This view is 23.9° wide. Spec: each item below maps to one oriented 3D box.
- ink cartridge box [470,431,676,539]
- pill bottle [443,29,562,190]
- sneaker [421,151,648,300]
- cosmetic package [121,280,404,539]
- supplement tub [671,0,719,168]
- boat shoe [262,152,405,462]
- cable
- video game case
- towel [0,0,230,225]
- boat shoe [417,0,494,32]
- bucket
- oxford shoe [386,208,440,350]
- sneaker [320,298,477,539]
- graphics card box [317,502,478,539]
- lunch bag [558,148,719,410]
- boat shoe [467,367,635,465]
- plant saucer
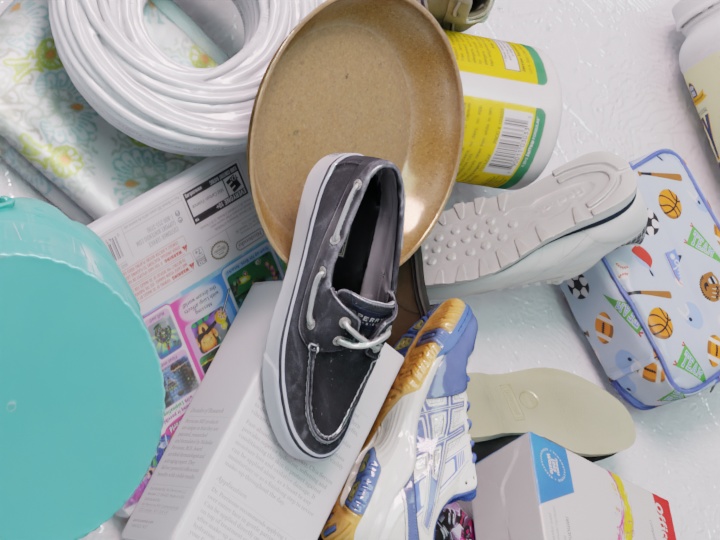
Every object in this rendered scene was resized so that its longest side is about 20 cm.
[{"bbox_3d":[0.173,0.210,1.238,0.199,0.067,0.117,27,41,-34],"label":"ink cartridge box"},{"bbox_3d":[0.041,-0.128,1.281,0.198,0.113,0.114,7,70,-22],"label":"pill bottle"},{"bbox_3d":[0.123,-0.015,1.288,0.198,0.081,0.077,-19,52,6],"label":"sneaker"},{"bbox_3d":[-0.064,0.116,1.138,0.101,0.071,0.201,39,66,-28],"label":"cosmetic package"},{"bbox_3d":[0.361,-0.156,1.467,0.144,0.145,0.202,-16,82,-34],"label":"supplement tub"},{"bbox_3d":[-0.009,0.026,1.089,0.071,0.068,0.202,12,88,-37],"label":"boat shoe"},{"bbox_3d":[-0.113,-0.173,1.160,0.198,0.069,0.202,-5,75,-19],"label":"cable"},{"bbox_3d":[-0.122,0.037,1.154,0.199,0.024,0.183,-33,110,-35],"label":"video game case"},{"bbox_3d":[-0.170,-0.117,1.195,0.200,0.048,0.172,42,57,-12],"label":"towel"},{"bbox_3d":[0.070,-0.208,1.295,0.062,0.200,0.073,22,96,10],"label":"boat shoe"},{"bbox_3d":[-0.213,0.065,1.008,0.205,0.135,0.209,-3,100,-15],"label":"bucket"},{"bbox_3d":[0.000,0.000,1.226,0.084,0.072,0.201,-28,101,-29],"label":"oxford shoe"},{"bbox_3d":[0.045,0.119,1.174,0.088,0.075,0.201,31,68,-14],"label":"sneaker"},{"bbox_3d":[0.040,0.228,1.202,0.200,0.051,0.126,49,56,-9],"label":"graphics card box"},{"bbox_3d":[0.245,0.009,1.386,0.160,0.075,0.201,-26,87,-37],"label":"lunch bag"},{"bbox_3d":[0.117,0.118,1.281,0.200,0.063,0.074,4,51,-30],"label":"boat shoe"},{"bbox_3d":[-0.009,-0.090,1.141,0.199,0.035,0.202,-15,112,-42],"label":"plant saucer"}]
